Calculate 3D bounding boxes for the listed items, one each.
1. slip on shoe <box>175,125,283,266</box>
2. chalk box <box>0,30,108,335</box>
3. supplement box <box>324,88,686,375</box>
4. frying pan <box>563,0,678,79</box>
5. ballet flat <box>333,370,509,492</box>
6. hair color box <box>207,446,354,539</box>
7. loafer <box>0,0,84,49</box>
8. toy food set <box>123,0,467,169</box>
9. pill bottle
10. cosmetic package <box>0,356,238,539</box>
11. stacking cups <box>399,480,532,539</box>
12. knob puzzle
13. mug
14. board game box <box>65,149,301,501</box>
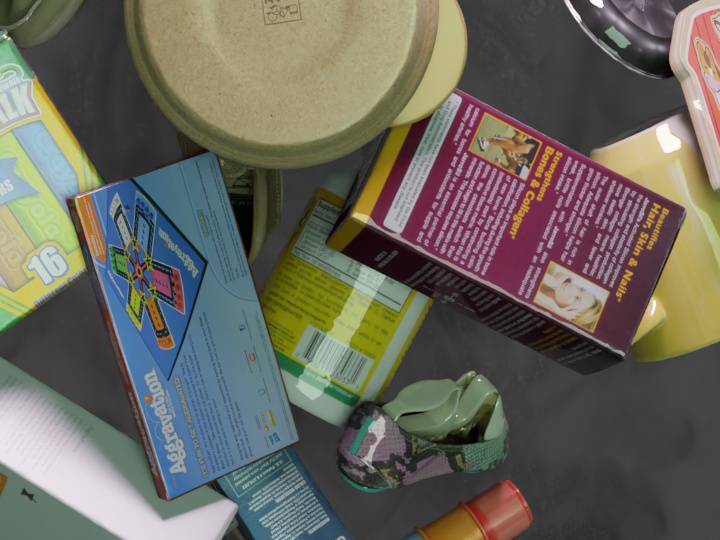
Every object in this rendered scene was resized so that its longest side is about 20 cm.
[{"bbox_3d":[-0.091,-0.086,1.138,0.075,0.061,0.201,4,138,7],"label":"slip on shoe"},{"bbox_3d":[-0.252,-0.075,1.115,0.123,0.124,0.201,-35,104,-9],"label":"chalk box"},{"bbox_3d":[0.093,-0.028,1.115,0.199,0.086,0.111,27,75,-6],"label":"supplement box"},{"bbox_3d":[0.216,-0.159,1.236,0.190,0.115,0.031,46,127,4],"label":"frying pan"},{"bbox_3d":[0.057,0.106,1.202,0.199,0.069,0.072,-4,126,-55],"label":"ballet flat"},{"bbox_3d":[-0.051,0.184,1.181,0.060,0.100,0.201,-33,84,-18],"label":"hair color box"},{"bbox_3d":[-0.198,-0.237,1.109,0.068,0.076,0.201,11,118,-41],"label":"loafer"},{"bbox_3d":[-0.045,-0.163,1.043,0.198,0.049,0.199,-23,96,5],"label":"toy food set"},{"bbox_3d":[0.000,0.000,1.200,0.112,0.113,0.201,29,89,-17],"label":"pill bottle"},{"bbox_3d":[-0.191,0.151,1.136,0.199,0.102,0.071,31,47,1],"label":"cosmetic package"},{"bbox_3d":[0.037,0.221,1.263,0.199,0.060,0.061,-31,104,-10],"label":"stacking cups"},{"bbox_3d":[0.290,-0.120,1.246,0.030,0.220,0.220,-31,109,33],"label":"knob puzzle"},{"bbox_3d":[0.230,-0.030,1.236,0.148,0.186,0.154,-23,95,22],"label":"mug"},{"bbox_3d":[-0.111,0.034,1.100,0.102,0.019,0.202,-22,102,-29],"label":"board game box"}]
